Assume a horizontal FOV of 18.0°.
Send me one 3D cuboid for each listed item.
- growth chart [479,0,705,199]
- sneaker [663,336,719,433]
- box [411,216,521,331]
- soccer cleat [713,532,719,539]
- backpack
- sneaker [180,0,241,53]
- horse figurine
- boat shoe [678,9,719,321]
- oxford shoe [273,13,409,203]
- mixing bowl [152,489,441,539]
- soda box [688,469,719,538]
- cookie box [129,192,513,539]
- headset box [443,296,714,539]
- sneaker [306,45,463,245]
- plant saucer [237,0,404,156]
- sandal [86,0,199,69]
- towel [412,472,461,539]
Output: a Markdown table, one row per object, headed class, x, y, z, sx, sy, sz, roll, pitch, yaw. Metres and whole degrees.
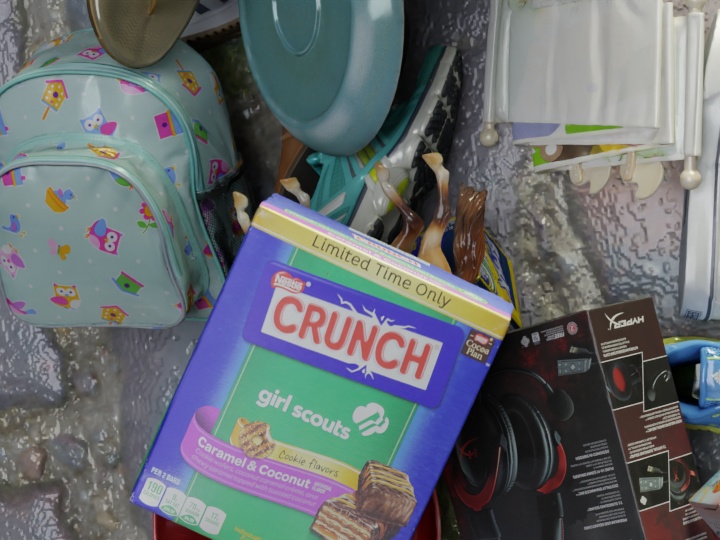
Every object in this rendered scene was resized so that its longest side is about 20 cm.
| class | x | y | z | sx | sy | sz | roll | pitch | yaw |
| --- | --- | --- | --- | --- | --- | --- | --- | --- | --- |
| growth chart | 0.150 | -0.125 | 1.496 | 0.199 | 0.018 | 0.146 | 13 | 97 | 45 |
| sneaker | 0.262 | 0.081 | 1.439 | 0.199 | 0.105 | 0.076 | 1 | 90 | 22 |
| box | 0.008 | 0.040 | 1.549 | 0.199 | 0.064 | 0.070 | -26 | 41 | 20 |
| soccer cleat | 0.195 | 0.167 | 1.496 | 0.076 | 0.067 | 0.201 | -22 | 69 | -18 |
| backpack | -0.170 | -0.060 | 1.556 | 0.175 | 0.153 | 0.201 | 0 | 112 | 22 |
| sneaker | -0.117 | -0.215 | 1.609 | 0.199 | 0.070 | 0.109 | -20 | 87 | 13 |
| horse figurine | 0.000 | 0.000 | 1.451 | 0.199 | 0.050 | 0.133 | -12 | 96 | -15 |
| boat shoe | 0.245 | -0.067 | 1.469 | 0.065 | 0.072 | 0.201 | 5 | 84 | 4 |
| oxford shoe | -0.025 | -0.100 | 1.587 | 0.071 | 0.071 | 0.201 | 31 | 105 | 49 |
| mixing bowl | -0.027 | 0.167 | 1.510 | 0.199 | 0.108 | 0.201 | -1 | 87 | 19 |
| soda box | 0.297 | 0.098 | 1.379 | 0.200 | 0.064 | 0.068 | -42 | 93 | -8 |
| cookie box | -0.023 | 0.079 | 1.389 | 0.170 | 0.075 | 0.201 | 24 | 98 | -1 |
| headset box | 0.133 | 0.132 | 1.435 | 0.148 | 0.075 | 0.201 | -17 | 85 | 42 |
| sneaker | 0.007 | -0.075 | 1.525 | 0.079 | 0.078 | 0.200 | 27 | 70 | 18 |
| plant saucer | -0.033 | -0.173 | 1.475 | 0.200 | 0.027 | 0.201 | 24 | 118 | 58 |
| sandal | -0.110 | -0.223 | 1.465 | 0.200 | 0.080 | 0.054 | -57 | 27 | 2 |
| towel | 0.027 | 0.179 | 1.567 | 0.148 | 0.036 | 0.200 | 40 | 101 | 17 |
